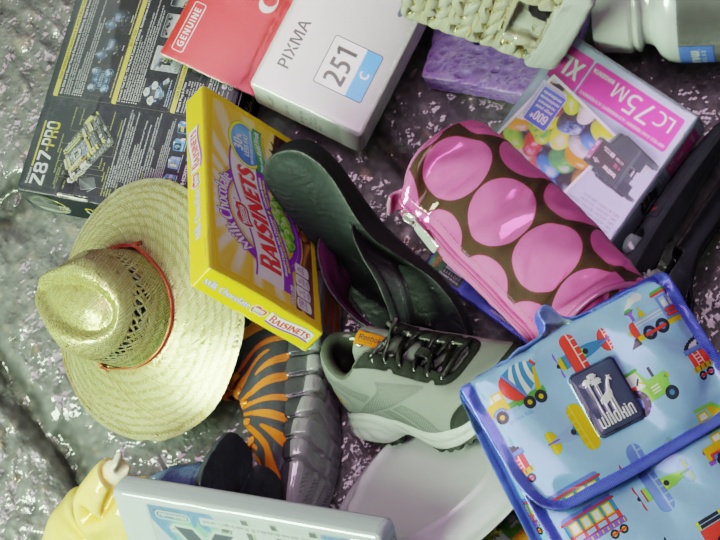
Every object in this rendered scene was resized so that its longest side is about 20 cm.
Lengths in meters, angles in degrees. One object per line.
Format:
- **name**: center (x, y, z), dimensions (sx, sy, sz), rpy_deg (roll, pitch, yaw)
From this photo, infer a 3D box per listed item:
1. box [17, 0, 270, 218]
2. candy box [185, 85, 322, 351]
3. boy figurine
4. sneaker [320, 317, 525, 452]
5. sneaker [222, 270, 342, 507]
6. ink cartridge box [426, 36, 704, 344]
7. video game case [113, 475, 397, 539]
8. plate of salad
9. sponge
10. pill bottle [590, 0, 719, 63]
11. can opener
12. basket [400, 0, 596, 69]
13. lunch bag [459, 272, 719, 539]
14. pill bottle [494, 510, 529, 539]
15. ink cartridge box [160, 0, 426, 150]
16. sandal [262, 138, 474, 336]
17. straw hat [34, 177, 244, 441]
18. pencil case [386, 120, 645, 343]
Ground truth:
- **box**: center (-0.160, -0.133, 1.467), dimensions (0.160, 0.049, 0.202), rpy_deg (10, 73, 14)
- **candy box**: center (-0.077, -0.040, 1.345), dimensions (0.026, 0.102, 0.201), rpy_deg (-44, 33, 29)
- **boy figurine**: center (-0.143, 0.173, 1.309), dimensions (0.199, 0.124, 0.065), rpy_deg (-21, 32, 42)
- **sneaker**: center (0.039, 0.070, 1.264), dimensions (0.199, 0.080, 0.074), rpy_deg (-10, 33, 54)
- **sneaker**: center (-0.074, 0.098, 1.354), dimensions (0.111, 0.078, 0.202), rpy_deg (-6, 58, 16)
- **ink cartridge box**: center (0.139, -0.055, 1.355), dimensions (0.119, 0.042, 0.201), rpy_deg (36, 93, 20)
- **video game case**: center (-0.053, 0.221, 1.231), dimensions (0.198, 0.184, 0.022), rpy_deg (5, 36, 28)
- **plate of salad**: center (0.060, 0.143, 1.260), dimensions (0.200, 0.200, 0.048), rpy_deg (-41, 110, -3)
- **sponge**: center (0.124, -0.221, 1.440), dimensions (0.110, 0.030, 0.202), rpy_deg (10, 74, 18)
- **pill bottle**: center (0.266, -0.205, 1.353), dimensions (0.198, 0.114, 0.115), rpy_deg (0, 70, 14)
- **can opener**: center (0.217, -0.024, 1.318), dimensions (0.063, 0.078, 0.201), rpy_deg (37, 69, -16)
- **basket**: center (0.108, -0.262, 1.309), dimensions (0.122, 0.136, 0.202), rpy_deg (14, 75, -2)
- **lunch bag**: center (0.160, 0.109, 1.151), dimensions (0.150, 0.094, 0.201), rpy_deg (-29, 86, -10)
- **pill bottle**: center (0.145, 0.180, 1.242), dimensions (0.111, 0.111, 0.200), rpy_deg (41, 84, 23)
- **ink cartridge box**: center (-0.032, -0.216, 1.424), dimensions (0.175, 0.045, 0.201), rpy_deg (25, 79, 8)
- **sandal**: center (-0.001, 0.000, 1.330), dimensions (0.201, 0.075, 0.048), rpy_deg (48, 47, -10)
- **straw hat**: center (-0.179, 0.025, 1.346), dimensions (0.200, 0.085, 0.203), rpy_deg (-5, 82, 41)
- **pencil case**: center (0.107, -0.011, 1.267), dimensions (0.093, 0.091, 0.200), rpy_deg (-23, 46, -26)
